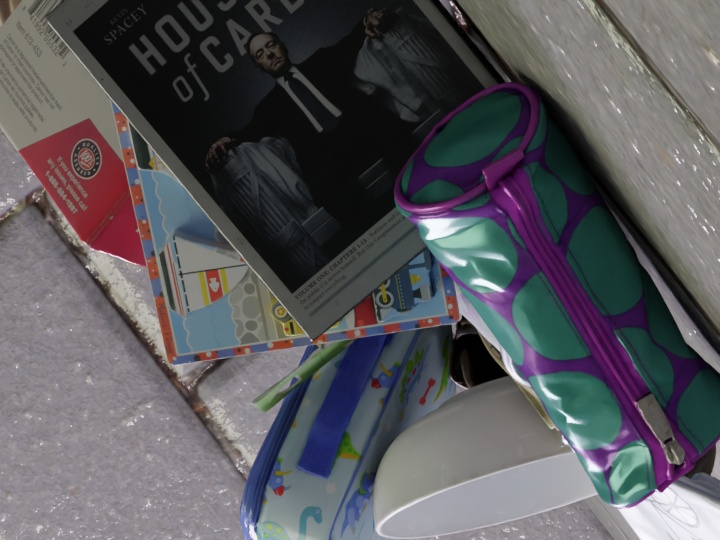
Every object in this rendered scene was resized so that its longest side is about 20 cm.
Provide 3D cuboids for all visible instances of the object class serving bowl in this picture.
[{"bbox_3d":[0.098,0.105,1.702,0.200,0.199,0.066,58,-163,-75],"label":"serving bowl"}]

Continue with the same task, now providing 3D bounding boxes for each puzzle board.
[{"bbox_3d":[-0.041,-0.056,1.344,0.017,0.149,0.201,-82,-18,-71],"label":"puzzle board"}]

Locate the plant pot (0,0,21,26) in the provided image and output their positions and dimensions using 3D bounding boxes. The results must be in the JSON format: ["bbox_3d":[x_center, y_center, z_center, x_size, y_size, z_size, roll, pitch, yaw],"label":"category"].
[{"bbox_3d":[-0.146,-0.198,1.898,0.201,0.200,0.174,53,170,-23],"label":"plant pot"}]

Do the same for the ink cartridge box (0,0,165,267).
[{"bbox_3d":[-0.089,-0.122,1.416,0.084,0.200,0.145,20,-155,-52],"label":"ink cartridge box"}]

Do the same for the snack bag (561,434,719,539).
[{"bbox_3d":[0.214,0.165,1.479,0.199,0.021,0.189,22,156,51],"label":"snack bag"}]

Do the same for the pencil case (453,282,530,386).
[{"bbox_3d":[0.062,-0.028,1.416,0.200,0.083,0.091,51,164,41],"label":"pencil case"}]

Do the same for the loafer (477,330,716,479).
[{"bbox_3d":[0.134,0.067,1.585,0.200,0.075,0.068,50,172,41],"label":"loafer"}]

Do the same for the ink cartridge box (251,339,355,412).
[{"bbox_3d":[0.000,0.000,1.664,0.059,0.200,0.104,52,178,4],"label":"ink cartridge box"}]

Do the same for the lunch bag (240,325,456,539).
[{"bbox_3d":[-0.006,0.109,1.770,0.082,0.201,0.161,18,157,15],"label":"lunch bag"}]

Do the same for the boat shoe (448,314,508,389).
[{"bbox_3d":[0.085,0.049,1.778,0.074,0.073,0.200,33,161,13],"label":"boat shoe"}]

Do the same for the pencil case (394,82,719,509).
[{"bbox_3d":[0.097,0.013,1.276,0.200,0.085,0.092,54,178,-25],"label":"pencil case"}]

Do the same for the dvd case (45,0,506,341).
[{"bbox_3d":[-0.029,-0.090,1.304,0.200,0.150,0.025,50,-171,-6],"label":"dvd case"}]
